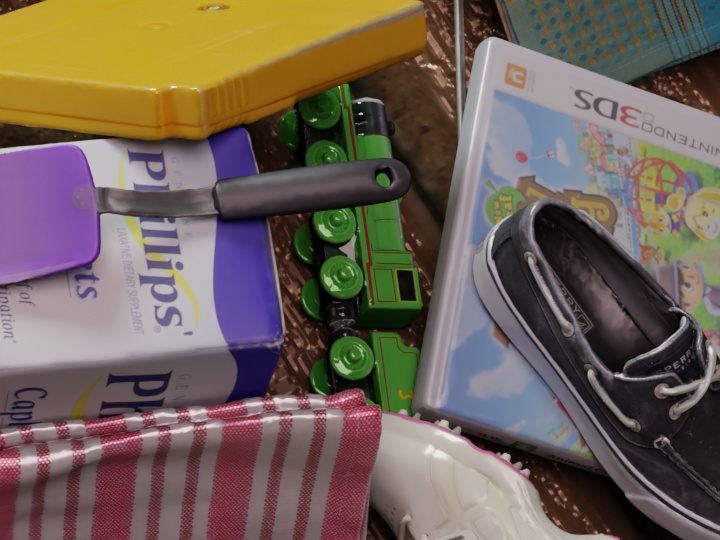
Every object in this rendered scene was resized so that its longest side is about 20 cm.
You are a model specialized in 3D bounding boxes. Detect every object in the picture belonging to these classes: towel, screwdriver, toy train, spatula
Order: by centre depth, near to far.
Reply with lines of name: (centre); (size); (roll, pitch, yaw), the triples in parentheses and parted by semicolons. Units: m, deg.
spatula: (-0.075, -0.030, 1.252); (0.199, 0.021, 0.057); (-6, 74, -16)
towel: (-0.091, 0.119, 1.322); (0.199, 0.147, 0.030); (-6, 45, -12)
toy train: (0.000, 0.000, 1.447); (0.056, 0.042, 0.201); (1, 68, -22)
towel: (0.124, -0.188, 1.471); (0.146, 0.022, 0.201); (-21, 115, 1)
screwdriver: (0.051, -0.051, 1.488); (0.028, 0.029, 0.201); (2, 65, -10)

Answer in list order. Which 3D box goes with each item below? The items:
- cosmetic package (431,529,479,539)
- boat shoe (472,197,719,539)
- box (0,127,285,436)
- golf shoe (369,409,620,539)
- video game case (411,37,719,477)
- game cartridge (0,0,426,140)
cosmetic package: (0.002, 0.192, 1.283); (0.103, 0.200, 0.087); (-20, 73, -20)
boat shoe: (0.137, 0.048, 1.400); (0.072, 0.068, 0.200); (-38, 89, -29)
box: (-0.148, 0.031, 1.323); (0.199, 0.184, 0.105); (-7, 67, -14)
golf shoe: (0.057, 0.137, 1.338); (0.200, 0.075, 0.092); (32, 64, 22)
video game case: (0.125, 0.003, 1.462); (0.181, 0.022, 0.201); (18, 66, -16)
game cartridge: (-0.093, -0.097, 1.368); (0.176, 0.033, 0.200); (8, 21, 31)
